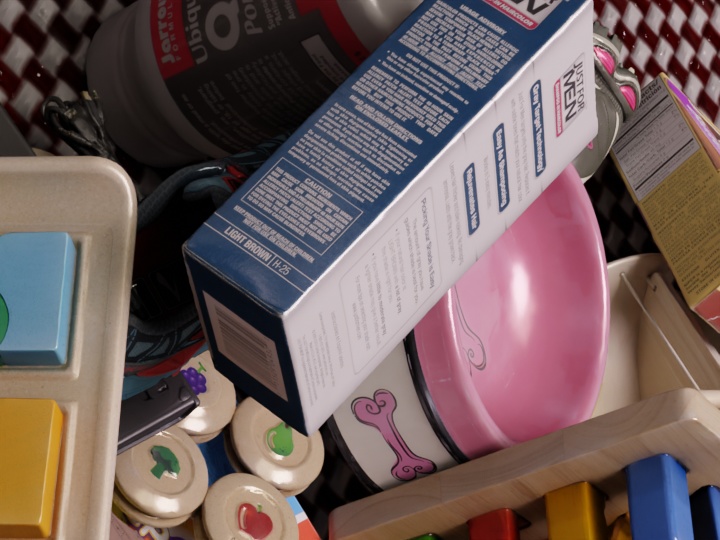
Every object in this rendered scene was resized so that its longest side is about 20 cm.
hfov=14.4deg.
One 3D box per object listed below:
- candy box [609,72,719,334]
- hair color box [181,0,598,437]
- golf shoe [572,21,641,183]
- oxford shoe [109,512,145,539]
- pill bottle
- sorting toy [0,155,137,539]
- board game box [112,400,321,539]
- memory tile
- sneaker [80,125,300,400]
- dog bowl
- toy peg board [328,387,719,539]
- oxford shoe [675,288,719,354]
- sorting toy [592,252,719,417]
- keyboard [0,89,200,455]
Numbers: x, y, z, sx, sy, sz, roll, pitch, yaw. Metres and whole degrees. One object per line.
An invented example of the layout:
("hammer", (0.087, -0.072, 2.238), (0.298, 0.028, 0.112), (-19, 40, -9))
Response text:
("candy box", (0.210, -0.015, 1.589), (0.117, 0.056, 0.200), (40, 17, -29))
("hair color box", (0.017, -0.036, 1.205), (0.200, 0.060, 0.100), (-45, 154, -21))
("golf shoe", (0.076, -0.127, 1.551), (0.200, 0.077, 0.088), (44, 56, -25))
("oxford shoe", (-0.109, 0.140, 1.213), (0.201, 0.071, 0.073), (64, 33, -19))
("pill bottle", (-0.036, -0.114, 1.335), (0.110, 0.199, 0.111), (19, 62, -40))
("sorting toy", (-0.188, 0.048, 1.149), (0.037, 0.184, 0.201), (71, 20, -69))
("board game box", (-0.099, 0.153, 1.290), (0.154, 0.040, 0.200), (59, 44, -12))
("memory tile", (-0.100, 0.041, 1.297), (0.199, 0.017, 0.154), (32, 47, -14))
("sneaker", (-0.054, -0.011, 1.239), (0.200, 0.096, 0.079), (-35, 83, -29))
("dog bowl", (0.053, 0.014, 1.378), (0.200, 0.073, 0.202), (14, 73, -58))
("toy peg board", (0.120, 0.166, 1.359), (0.200, 0.198, 0.098), (38, 40, -46))
("oxford shoe", (0.240, 0.079, 1.644), (0.200, 0.074, 0.071), (47, 47, -24))
("sorting toy", (0.123, 0.098, 1.493), (0.179, 0.107, 0.200), (-3, 45, -32))
("keyboard", (-0.139, -0.013, 1.281), (0.127, 0.021, 0.201), (-28, 80, -38))
